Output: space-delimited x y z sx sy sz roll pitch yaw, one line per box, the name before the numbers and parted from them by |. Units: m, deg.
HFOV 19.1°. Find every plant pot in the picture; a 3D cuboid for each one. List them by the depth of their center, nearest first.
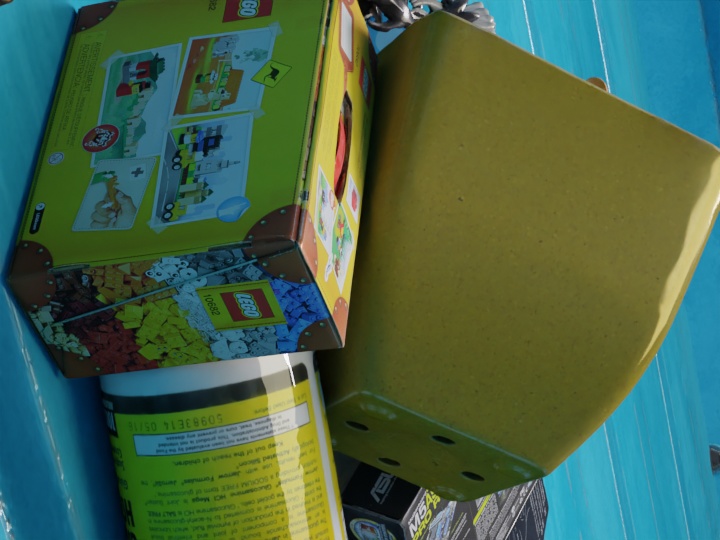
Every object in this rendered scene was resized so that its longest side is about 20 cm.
plant pot | 0.056 0.012 1.172 0.196 0.194 0.200 -31 -142 64

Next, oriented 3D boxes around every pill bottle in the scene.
pill bottle | -0.065 0.130 1.108 0.112 0.112 0.200 -35 116 -73

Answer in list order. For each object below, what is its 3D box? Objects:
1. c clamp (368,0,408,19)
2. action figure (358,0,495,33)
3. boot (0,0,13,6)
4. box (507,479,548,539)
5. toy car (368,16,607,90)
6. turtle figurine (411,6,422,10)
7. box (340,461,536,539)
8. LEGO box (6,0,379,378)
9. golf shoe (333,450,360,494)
c clamp | 0.013 -0.283 1.740 0.200 0.027 0.171 -37 124 -74
action figure | 0.011 -0.147 1.298 0.102 0.119 0.200 -22 128 -36
boot | -0.146 -0.227 1.001 0.075 0.097 0.200 20 64 -72
box | 0.065 0.178 1.564 0.200 0.107 0.148 -71 150 -59
toy car | 0.120 -0.122 1.716 0.184 0.200 0.177 40 46 -68
turtle figurine | 0.006 -0.252 1.365 0.194 0.144 0.200 -57 -152 35
box | 0.062 0.119 1.322 0.200 0.044 0.160 -58 151 -32
LEGO box | -0.078 -0.053 1.073 0.077 0.149 0.200 67 22 -45
golf shoe | -0.034 0.132 1.297 0.200 0.075 0.092 -75 150 -56
